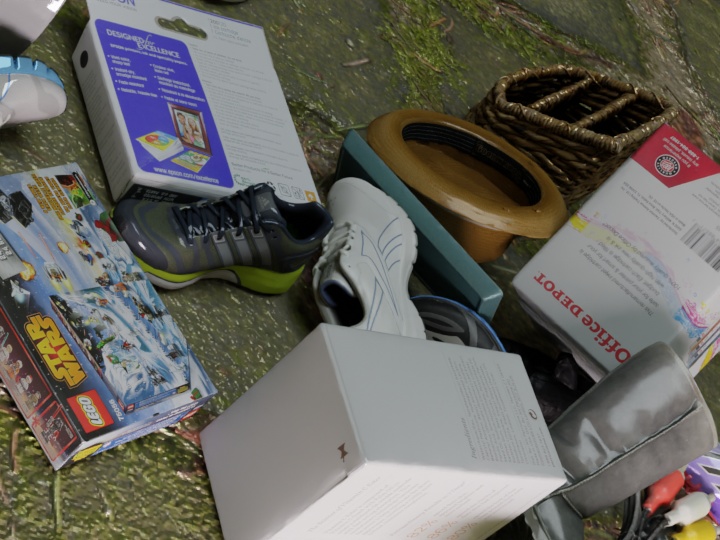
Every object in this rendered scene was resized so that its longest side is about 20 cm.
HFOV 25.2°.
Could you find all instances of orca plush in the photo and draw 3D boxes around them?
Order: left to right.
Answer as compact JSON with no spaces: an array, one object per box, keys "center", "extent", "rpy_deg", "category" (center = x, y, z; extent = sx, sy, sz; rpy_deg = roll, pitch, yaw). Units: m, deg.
[{"center":[0.156,0.079,1.405],"extent":[0.200,0.071,0.106],"rpy_deg":[42,35,-10],"category":"orca plush"}]

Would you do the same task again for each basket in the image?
[{"center":[0.203,-0.152,1.614],"extent":[0.143,0.149,0.199],"rpy_deg":[53,35,7],"category":"basket"}]

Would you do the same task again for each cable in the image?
[{"center":[0.247,0.221,1.384],"extent":[0.199,0.050,0.098],"rpy_deg":[-25,83,-55],"category":"cable"}]

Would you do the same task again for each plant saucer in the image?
[{"center":[0.043,-0.030,1.370],"extent":[0.019,0.070,0.200],"rpy_deg":[-30,68,-26],"category":"plant saucer"}]

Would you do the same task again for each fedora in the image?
[{"center":[0.086,-0.066,1.440],"extent":[0.199,0.082,0.201],"rpy_deg":[21,28,-12],"category":"fedora"}]

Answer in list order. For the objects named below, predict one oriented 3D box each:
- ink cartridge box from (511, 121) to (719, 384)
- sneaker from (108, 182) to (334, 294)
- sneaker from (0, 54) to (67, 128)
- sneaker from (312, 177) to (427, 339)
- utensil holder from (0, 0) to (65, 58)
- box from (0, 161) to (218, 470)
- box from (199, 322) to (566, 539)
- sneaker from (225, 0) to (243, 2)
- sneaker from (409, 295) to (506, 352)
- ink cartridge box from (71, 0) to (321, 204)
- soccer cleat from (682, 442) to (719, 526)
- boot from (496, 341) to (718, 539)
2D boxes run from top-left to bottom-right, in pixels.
[{"center":[0.257,0.008,1.417],"extent":[0.145,0.200,0.145],"rpy_deg":[44,-4,25],"category":"ink cartridge box"},{"center":[-0.104,-0.035,1.219],"extent":[0.199,0.081,0.074],"rpy_deg":[2,53,-48],"category":"sneaker"},{"center":[-0.284,-0.098,1.106],"extent":[0.199,0.075,0.088],"rpy_deg":[-8,73,-45],"category":"sneaker"},{"center":[0.000,0.000,1.298],"extent":[0.087,0.074,0.202],"rpy_deg":[29,37,-41],"category":"sneaker"},{"center":[-0.300,-0.270,1.162],"extent":[0.199,0.170,0.171],"rpy_deg":[33,37,-26],"category":"utensil holder"},{"center":[-0.200,0.025,1.093],"extent":[0.136,0.040,0.201],"rpy_deg":[-16,69,-54],"category":"box"},{"center":[0.015,0.131,1.128],"extent":[0.199,0.152,0.107],"rpy_deg":[12,49,-42],"category":"box"},{"center":[-0.088,-0.313,1.507],"extent":[0.073,0.085,0.200],"rpy_deg":[50,36,0],"category":"sneaker"},{"center":[0.089,0.106,1.305],"extent":[0.082,0.071,0.201],"rpy_deg":[-9,67,-58],"category":"sneaker"},{"center":[-0.136,-0.131,1.311],"extent":[0.197,0.043,0.202],"rpy_deg":[10,52,-43],"category":"ink cartridge box"},{"center":[0.293,0.167,1.486],"extent":[0.073,0.068,0.201],"rpy_deg":[-21,71,-39],"category":"soccer cleat"},{"center":[0.200,0.175,1.270],"extent":[0.199,0.072,0.184],"rpy_deg":[-24,97,-31],"category":"boot"}]
